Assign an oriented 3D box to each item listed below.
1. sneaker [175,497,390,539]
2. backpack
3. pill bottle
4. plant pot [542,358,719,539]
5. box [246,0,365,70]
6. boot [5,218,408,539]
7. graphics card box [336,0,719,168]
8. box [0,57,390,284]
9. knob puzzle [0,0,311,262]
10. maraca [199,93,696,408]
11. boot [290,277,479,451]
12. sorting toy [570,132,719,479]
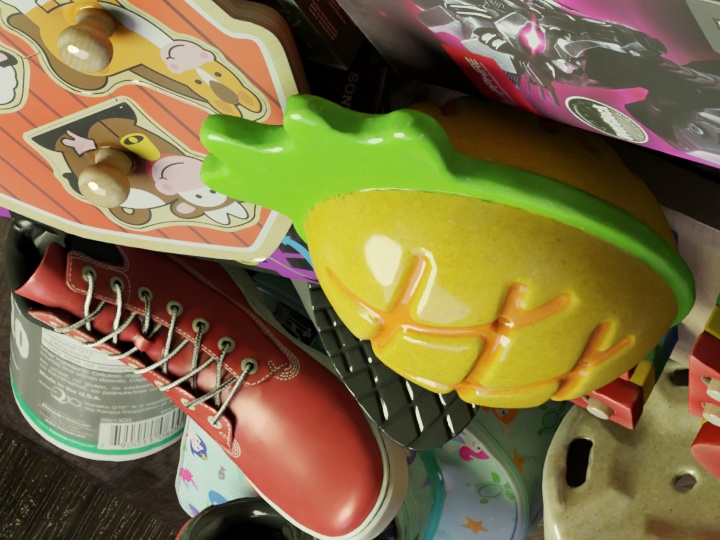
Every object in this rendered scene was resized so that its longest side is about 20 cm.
[{"bbox_3d":[0.000,0.156,1.106,0.200,0.071,0.098,17,166,10],"label":"sneaker"},{"bbox_3d":[0.008,0.079,1.210,0.200,0.151,0.178,26,141,9],"label":"backpack"},{"bbox_3d":[-0.127,0.003,1.239,0.113,0.113,0.200,26,143,10],"label":"pill bottle"},{"bbox_3d":[0.165,0.143,1.151,0.200,0.201,0.184,22,155,26],"label":"plant pot"},{"bbox_3d":[-0.094,-0.156,0.826,0.158,0.050,0.200,20,164,32],"label":"box"},{"bbox_3d":[-0.077,0.044,1.048,0.144,0.072,0.200,19,-160,-51],"label":"boot"},{"bbox_3d":[0.071,-0.088,0.741,0.200,0.051,0.125,19,164,34],"label":"graphics card box"},{"bbox_3d":[-0.084,-0.053,0.953,0.200,0.036,0.143,13,155,8],"label":"box"},{"bbox_3d":[-0.103,-0.056,0.880,0.219,0.030,0.220,11,146,8],"label":"knob puzzle"},{"bbox_3d":[0.033,-0.014,0.844,0.200,0.107,0.137,28,153,-37],"label":"maraca"},{"bbox_3d":[0.000,0.000,1.074,0.200,0.068,0.131,60,176,17],"label":"boot"},{"bbox_3d":[0.142,0.031,0.993,0.199,0.070,0.200,25,166,15],"label":"sorting toy"}]
